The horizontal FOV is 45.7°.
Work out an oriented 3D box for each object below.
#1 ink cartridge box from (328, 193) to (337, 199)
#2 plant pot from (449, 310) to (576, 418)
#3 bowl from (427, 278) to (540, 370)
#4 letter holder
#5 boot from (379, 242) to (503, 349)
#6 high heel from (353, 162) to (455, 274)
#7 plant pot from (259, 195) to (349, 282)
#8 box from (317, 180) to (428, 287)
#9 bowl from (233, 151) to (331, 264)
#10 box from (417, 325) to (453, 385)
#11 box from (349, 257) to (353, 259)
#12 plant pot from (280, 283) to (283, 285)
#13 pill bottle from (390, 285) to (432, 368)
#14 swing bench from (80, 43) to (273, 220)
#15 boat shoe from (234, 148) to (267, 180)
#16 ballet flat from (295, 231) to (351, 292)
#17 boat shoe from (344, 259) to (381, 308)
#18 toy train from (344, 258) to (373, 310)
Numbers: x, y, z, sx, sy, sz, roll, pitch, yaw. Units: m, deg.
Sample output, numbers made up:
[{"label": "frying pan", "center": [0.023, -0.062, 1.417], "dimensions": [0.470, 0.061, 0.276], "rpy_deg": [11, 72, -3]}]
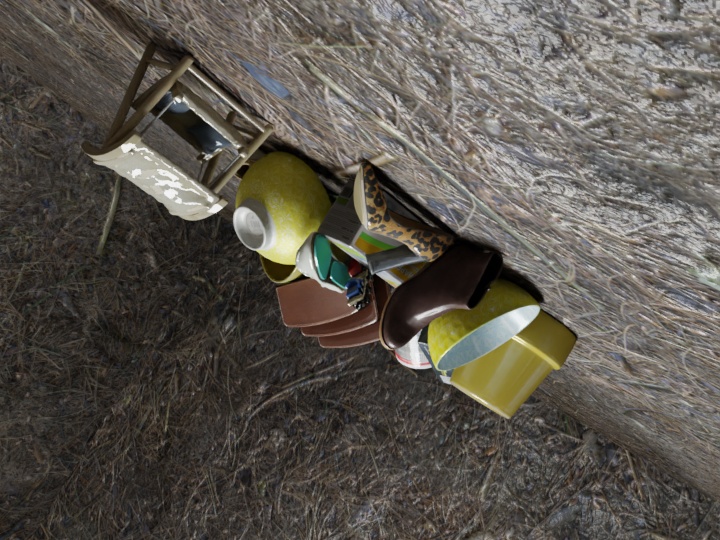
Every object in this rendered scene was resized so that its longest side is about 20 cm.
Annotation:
[{"label": "ink cartridge box", "center": [0.027, -0.075, 1.570], "dimensions": [0.145, 0.048, 0.200], "rpy_deg": [34, 172, -32]}, {"label": "plant pot", "center": [0.263, 0.157, 1.569], "dimensions": [0.200, 0.190, 0.201], "rpy_deg": [32, 175, 3]}, {"label": "bowl", "center": [0.184, 0.068, 1.409], "dimensions": [0.108, 0.199, 0.200], "rpy_deg": [60, -175, 21]}, {"label": "letter holder", "center": [-0.045, 0.076, 1.598], "dimensions": [0.199, 0.144, 0.100], "rpy_deg": [-14, 175, 40]}, {"label": "boot", "center": [0.117, 0.043, 1.297], "dimensions": [0.072, 0.201, 0.166], "rpy_deg": [38, 170, -21]}, {"label": "high heel", "center": [0.067, -0.090, 1.263], "dimensions": [0.072, 0.141, 0.201], "rpy_deg": [-112, 8, -49]}, {"label": "plant pot", "center": [-0.092, -0.072, 1.663], "dimensions": [0.141, 0.202, 0.200], "rpy_deg": [4, -169, -32]}, {"label": "box", "center": [0.048, -0.045, 1.400], "dimensions": [0.200, 0.102, 0.112], "rpy_deg": [35, 174, -35]}, {"label": "bowl", "center": [-0.153, -0.091, 1.468], "dimensions": [0.199, 0.107, 0.202], "rpy_deg": [23, 128, 33]}, {"label": "box", "center": [0.176, 0.112, 1.633], "dimensions": [0.051, 0.159, 0.200], "rpy_deg": [10, 155, 24]}, {"label": "box", "center": [0.002, 0.007, 1.813], "dimensions": [0.199, 0.158, 0.051], "rpy_deg": [32, -149, -12]}, {"label": "plant pot", "center": [-0.054, 0.027, 1.964], "dimensions": [0.199, 0.200, 0.182], "rpy_deg": [32, -173, -11]}, {"label": "pill bottle", "center": [0.114, 0.083, 1.694], "dimensions": [0.114, 0.113, 0.202], "rpy_deg": [26, 134, 46]}, {"label": "swing bench", "center": [-0.278, -0.200, 1.309], "dimensions": [0.129, 0.201, 0.199], "rpy_deg": [26, 173, 44]}, {"label": "boat shoe", "center": [-0.176, -0.178, 1.588], "dimensions": [0.200, 0.066, 0.074], "rpy_deg": [24, 153, 55]}, {"label": "ballet flat", "center": [-0.073, -0.009, 1.422], "dimensions": [0.069, 0.070, 0.200], "rpy_deg": [29, 172, 24]}, {"label": "boat shoe", "center": [0.003, 0.042, 1.687], "dimensions": [0.073, 0.069, 0.199], "rpy_deg": [3, -154, -37]}, {"label": "toy train", "center": [0.000, 0.000, 1.462], "dimensions": [0.046, 0.034, 0.201], "rpy_deg": [54, -158, -25]}]
